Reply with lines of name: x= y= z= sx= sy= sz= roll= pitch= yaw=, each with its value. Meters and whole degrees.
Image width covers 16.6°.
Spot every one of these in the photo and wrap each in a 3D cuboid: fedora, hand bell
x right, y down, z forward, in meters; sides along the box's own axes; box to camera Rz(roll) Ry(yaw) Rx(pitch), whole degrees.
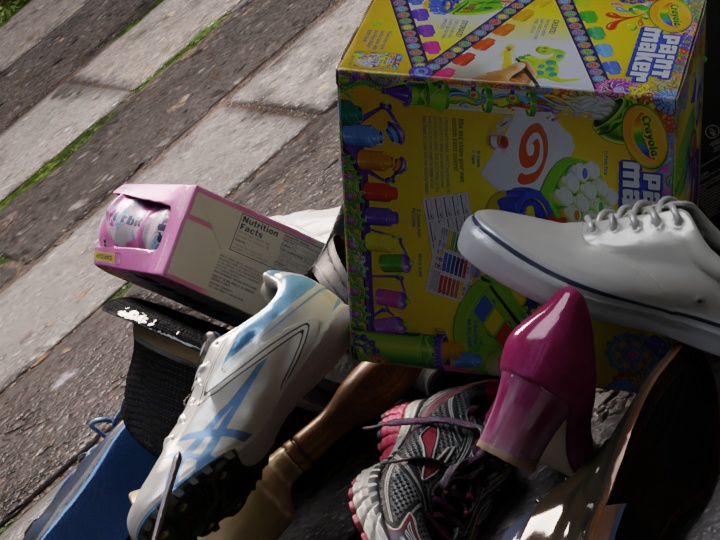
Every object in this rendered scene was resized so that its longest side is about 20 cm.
fedora: x=-0.090 y=0.089 z=1.617 sx=0.201 sy=0.200 sz=0.092 roll=21 pitch=90 yaw=66
hand bell: x=-0.032 y=0.107 z=1.496 sx=0.200 sy=0.104 sz=0.104 roll=-42 pitch=21 yaw=-1

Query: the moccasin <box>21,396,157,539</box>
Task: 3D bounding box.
moccasin: x=-0.174 y=0.142 z=1.706 sx=0.200 sy=0.081 sz=0.068 roll=-42 pitch=21 yaw=-18

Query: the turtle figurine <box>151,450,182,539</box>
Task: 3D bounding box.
turtle figurine: x=-0.060 y=0.200 z=1.312 sx=0.200 sy=0.144 sz=0.194 roll=-43 pitch=26 yaw=-5

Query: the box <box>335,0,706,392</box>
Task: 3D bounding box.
box: x=0.096 y=-0.050 z=1.431 sx=0.192 sy=0.200 sz=0.122 roll=7 pitch=35 yaw=13

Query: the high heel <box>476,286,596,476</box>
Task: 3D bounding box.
high heel: x=0.107 y=0.058 z=1.351 sx=0.096 sy=0.067 sz=0.200 roll=-64 pitch=-17 yaw=2

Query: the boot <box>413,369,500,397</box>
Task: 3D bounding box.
boot: x=0.093 y=0.010 z=1.612 sx=0.200 sy=0.070 sz=0.132 roll=-53 pitch=27 yaw=-12

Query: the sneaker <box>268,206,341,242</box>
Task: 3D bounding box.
sneaker: x=0.004 y=-0.030 z=1.825 sx=0.116 sy=0.074 sz=0.200 roll=-44 pitch=30 yaw=-27

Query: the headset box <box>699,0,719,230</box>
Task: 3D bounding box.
headset box: x=0.167 y=-0.115 z=1.554 sx=0.174 sy=0.200 sz=0.093 roll=-31 pitch=21 yaw=14

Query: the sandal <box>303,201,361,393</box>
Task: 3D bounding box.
sandal: x=-0.001 y=-0.001 z=1.589 sx=0.201 sy=0.075 sz=0.048 roll=-75 pitch=-1 yaw=-47

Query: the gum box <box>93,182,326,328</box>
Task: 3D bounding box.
gum box: x=-0.075 y=0.003 z=1.672 sx=0.113 sy=0.200 sz=0.066 roll=6 pitch=73 yaw=60

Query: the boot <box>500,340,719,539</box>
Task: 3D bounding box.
boot: x=0.124 y=0.115 z=1.304 sx=0.097 sy=0.075 sz=0.200 roll=-16 pitch=30 yaw=36

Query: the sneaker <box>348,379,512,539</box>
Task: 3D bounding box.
sneaker: x=0.046 y=0.121 z=1.406 sx=0.075 sy=0.081 sz=0.200 roll=-26 pitch=22 yaw=20

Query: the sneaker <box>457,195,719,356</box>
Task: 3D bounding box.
sneaker: x=0.154 y=-0.009 z=1.334 sx=0.073 sy=0.199 sz=0.071 roll=-76 pitch=2 yaw=-71

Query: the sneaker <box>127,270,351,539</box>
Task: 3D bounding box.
sneaker: x=-0.079 y=0.083 z=1.443 sx=0.072 sy=0.072 sz=0.200 roll=26 pitch=59 yaw=19
